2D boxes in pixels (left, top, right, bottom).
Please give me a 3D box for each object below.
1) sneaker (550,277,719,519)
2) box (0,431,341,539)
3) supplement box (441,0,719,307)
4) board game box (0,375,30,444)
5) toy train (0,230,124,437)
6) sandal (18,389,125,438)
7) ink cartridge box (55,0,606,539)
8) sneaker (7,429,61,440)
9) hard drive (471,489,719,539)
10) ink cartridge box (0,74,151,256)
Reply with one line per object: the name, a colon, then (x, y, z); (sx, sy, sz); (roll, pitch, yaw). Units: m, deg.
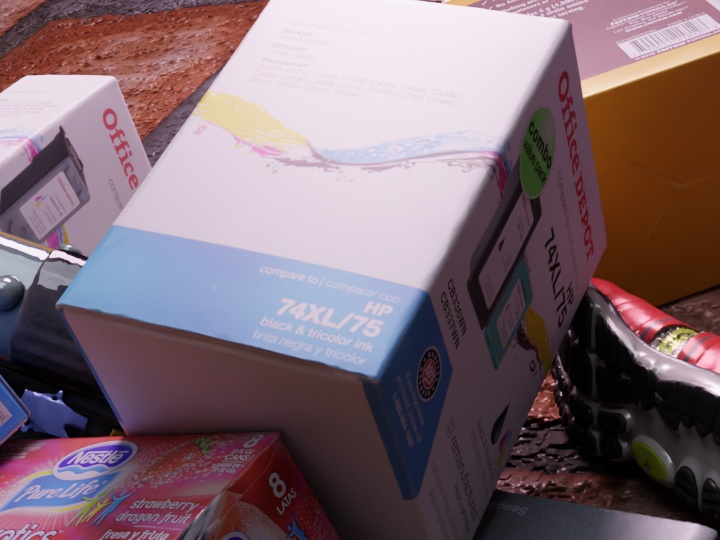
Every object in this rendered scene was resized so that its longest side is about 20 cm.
sneaker: (0.155, 0.057, 0.739); (0.085, 0.077, 0.200); (-7, 24, -23)
box: (-0.103, 0.133, 0.661); (0.200, 0.100, 0.095); (-8, 28, 44)
supplement box: (0.174, -0.096, 0.911); (0.197, 0.133, 0.200); (-19, 28, -2)
board game box: (-0.276, 0.110, 0.734); (0.200, 0.056, 0.196); (-45, 21, -29)
toy train: (-0.168, 0.017, 0.782); (0.200, 0.114, 0.085); (20, 78, 15)
sandal: (-0.162, 0.064, 0.871); (0.079, 0.087, 0.200); (5, 38, 33)
ink cartridge box: (0.000, 0.000, 0.691); (0.146, 0.147, 0.200); (11, 53, 26)
sneaker: (-0.210, 0.151, 0.751); (0.200, 0.076, 0.091); (-35, 22, -12)
hard drive: (0.042, 0.165, 0.629); (0.140, 0.033, 0.200); (4, 35, 36)
ink cartridge box: (-0.212, -0.011, 0.967); (0.086, 0.148, 0.200); (6, 37, 36)
